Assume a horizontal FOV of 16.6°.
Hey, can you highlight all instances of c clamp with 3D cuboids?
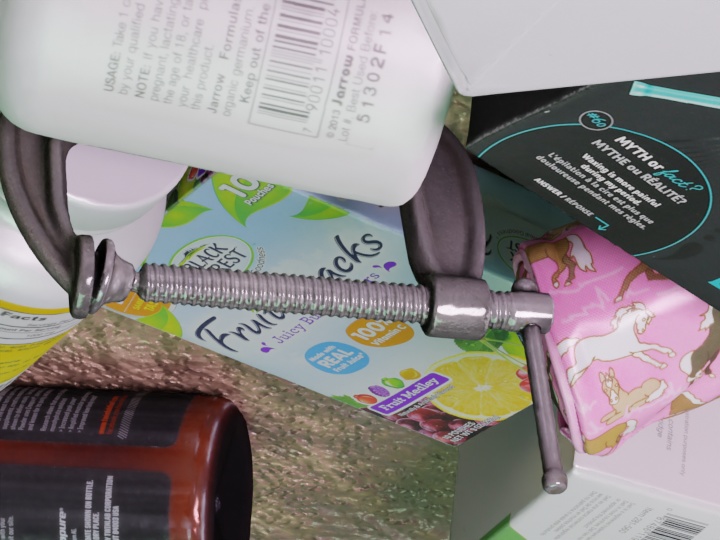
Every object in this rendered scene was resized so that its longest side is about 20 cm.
[{"bbox_3d":[-0.027,-0.011,0.839,0.199,0.171,0.027,9,137,-10],"label":"c clamp"}]

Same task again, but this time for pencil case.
[{"bbox_3d":[0.155,-0.001,0.894,0.199,0.083,0.087,-20,163,-1],"label":"pencil case"}]

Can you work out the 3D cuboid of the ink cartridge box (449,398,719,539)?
[{"bbox_3d":[0.160,0.108,1.142,0.199,0.085,0.146,16,150,-16],"label":"ink cartridge box"}]

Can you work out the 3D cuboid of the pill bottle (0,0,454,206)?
[{"bbox_3d":[-0.068,-0.095,0.814,0.199,0.115,0.114,11,150,-7],"label":"pill bottle"}]

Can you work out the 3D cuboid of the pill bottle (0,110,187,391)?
[{"bbox_3d":[-0.145,-0.023,0.959,0.112,0.113,0.200,22,147,-23],"label":"pill bottle"}]

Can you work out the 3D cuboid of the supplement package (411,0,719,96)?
[{"bbox_3d":[0.101,-0.169,0.561,0.190,0.201,0.147,-4,148,18],"label":"supplement package"}]

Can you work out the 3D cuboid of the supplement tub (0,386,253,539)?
[{"bbox_3d":[-0.158,0.109,1.199,0.199,0.107,0.107,3,150,10],"label":"supplement tub"}]

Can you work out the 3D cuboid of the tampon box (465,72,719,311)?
[{"bbox_3d":[0.157,-0.090,0.758,0.150,0.127,0.200,31,142,-35],"label":"tampon box"}]

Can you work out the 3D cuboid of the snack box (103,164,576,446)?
[{"bbox_3d":[0.000,0.000,1.025,0.199,0.053,0.142,23,146,-25],"label":"snack box"}]
